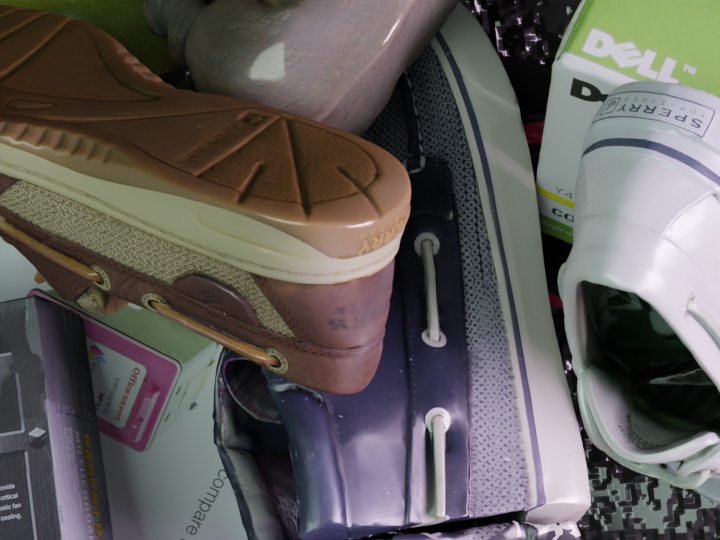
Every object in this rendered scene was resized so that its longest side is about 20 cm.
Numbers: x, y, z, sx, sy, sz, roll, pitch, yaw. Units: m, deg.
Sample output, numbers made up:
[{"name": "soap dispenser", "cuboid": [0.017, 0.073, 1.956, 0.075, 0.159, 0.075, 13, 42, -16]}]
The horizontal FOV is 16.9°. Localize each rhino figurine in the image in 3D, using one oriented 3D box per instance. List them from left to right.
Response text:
[{"name": "rhino figurine", "cuboid": [0.015, -0.111, 0.708, 0.200, 0.060, 0.087, -51, 33, -5]}]

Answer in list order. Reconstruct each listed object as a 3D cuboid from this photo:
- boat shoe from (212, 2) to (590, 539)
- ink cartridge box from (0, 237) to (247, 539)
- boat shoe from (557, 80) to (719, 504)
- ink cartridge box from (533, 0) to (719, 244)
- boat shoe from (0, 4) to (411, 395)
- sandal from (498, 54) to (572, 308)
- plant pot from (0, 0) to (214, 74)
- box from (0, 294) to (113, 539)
[{"name": "boat shoe", "cuboid": [0.000, 0.000, 0.709, 0.075, 0.092, 0.201, -52, 45, 51]}, {"name": "ink cartridge box", "cuboid": [-0.092, 0.038, 0.791, 0.199, 0.085, 0.145, 27, 109, -7]}, {"name": "boat shoe", "cuboid": [0.087, 0.027, 0.695, 0.073, 0.200, 0.067, 14, 63, 28]}, {"name": "ink cartridge box", "cuboid": [0.130, -0.059, 0.652, 0.147, 0.200, 0.076, 23, 67, 11]}, {"name": "boat shoe", "cuboid": [-0.074, -0.018, 0.673, 0.199, 0.072, 0.072, 19, 124, 28]}, {"name": "sandal", "cuboid": [0.078, -0.018, 0.770, 0.199, 0.045, 0.075, 19, 104, 19]}, {"name": "plant pot", "cuboid": [-0.099, -0.167, 0.757, 0.199, 0.200, 0.194, 13, 115, 20]}, {"name": "box", "cuboid": [-0.172, 0.103, 0.714, 0.199, 0.048, 0.159, -11, 78, 9]}]
